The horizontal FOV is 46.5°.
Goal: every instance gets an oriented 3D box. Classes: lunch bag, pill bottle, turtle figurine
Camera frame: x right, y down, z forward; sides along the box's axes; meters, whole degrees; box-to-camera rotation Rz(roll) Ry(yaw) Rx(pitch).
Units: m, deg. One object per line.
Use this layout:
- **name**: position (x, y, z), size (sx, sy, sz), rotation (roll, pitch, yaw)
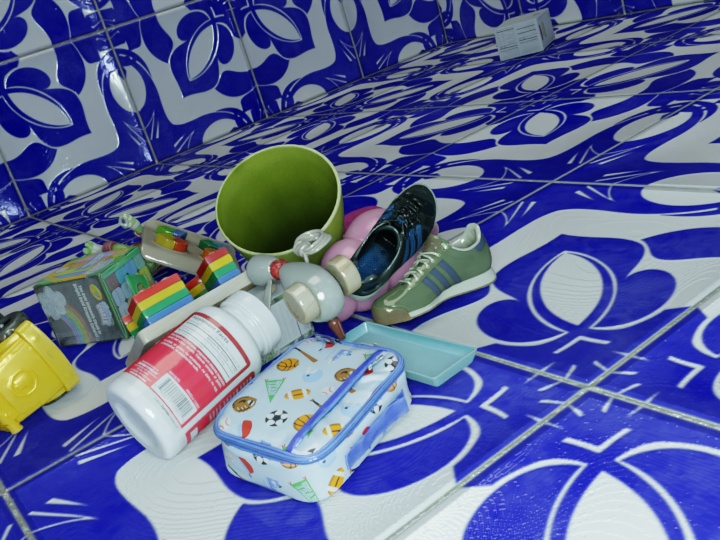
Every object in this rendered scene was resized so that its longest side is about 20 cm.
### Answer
- **lunch bag**: position (-0.041, 0.144, 0.872), size (0.159, 0.076, 0.200), rotation (7, 33, 35)
- **pill bottle**: position (-0.191, 0.116, 0.995), size (0.112, 0.113, 0.200), rotation (5, 39, 49)
- **turtle figurine**: position (-0.480, -0.031, 1.658), size (0.192, 0.145, 0.200), rotation (-13, 16, 26)

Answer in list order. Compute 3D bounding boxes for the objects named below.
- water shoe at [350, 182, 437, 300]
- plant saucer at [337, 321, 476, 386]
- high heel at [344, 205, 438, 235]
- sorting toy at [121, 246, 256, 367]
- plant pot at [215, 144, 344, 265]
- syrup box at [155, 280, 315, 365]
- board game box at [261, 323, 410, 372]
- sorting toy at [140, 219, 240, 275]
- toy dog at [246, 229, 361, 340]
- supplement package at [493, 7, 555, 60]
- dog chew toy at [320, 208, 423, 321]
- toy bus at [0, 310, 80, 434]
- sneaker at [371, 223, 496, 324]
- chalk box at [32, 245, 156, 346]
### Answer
- **water shoe**: position (0.049, -0.044, 1.109), size (0.201, 0.071, 0.079), rotation (-55, -2, -24)
- **plant saucer**: position (0.044, 0.095, 0.967), size (0.070, 0.019, 0.199), rotation (-30, 22, -31)
- **high heel**: position (0.027, -0.063, 1.403), size (0.199, 0.068, 0.096), rotation (12, 22, 32)
- **sorting toy**: position (-0.251, 0.049, 1.204), size (0.199, 0.070, 0.199), rotation (-32, -4, -27)
- **plant pot**: position (-0.098, -0.055, 1.272), size (0.185, 0.200, 0.189), rotation (-6, 60, 10)
- **syrup box**: position (-0.167, 0.091, 1.136), size (0.199, 0.079, 0.081), rotation (-31, 23, -31)
- **board game box**: position (-0.041, 0.123, 1.023), size (0.198, 0.024, 0.105), rotation (-20, 21, -6)
- **sorting toy**: position (-0.308, -0.041, 1.536), size (0.184, 0.037, 0.200), rotation (19, 14, -17)
- **toy dog**: position (-0.070, 0.032, 1.060), size (0.131, 0.097, 0.200), rotation (-23, 22, -8)
- **supplement package**: position (0.568, -0.815, 2.892), size (0.155, 0.112, 0.200), rotation (-8, 22, 29)
- **dog chew toy**: position (0.000, 0.000, 1.187), size (0.200, 0.125, 0.124), rotation (-40, 28, -30)
- **toy bus**: position (-0.539, 0.170, 1.218), size (0.199, 0.136, 0.192), rotation (-1, 41, 46)
- **sneaker**: position (0.093, -0.003, 1.117), size (0.199, 0.091, 0.067), rotation (-21, 19, -27)
- **chalk box**: position (-0.431, 0.042, 1.444), size (0.198, 0.125, 0.124), rotation (-8, 22, 23)
